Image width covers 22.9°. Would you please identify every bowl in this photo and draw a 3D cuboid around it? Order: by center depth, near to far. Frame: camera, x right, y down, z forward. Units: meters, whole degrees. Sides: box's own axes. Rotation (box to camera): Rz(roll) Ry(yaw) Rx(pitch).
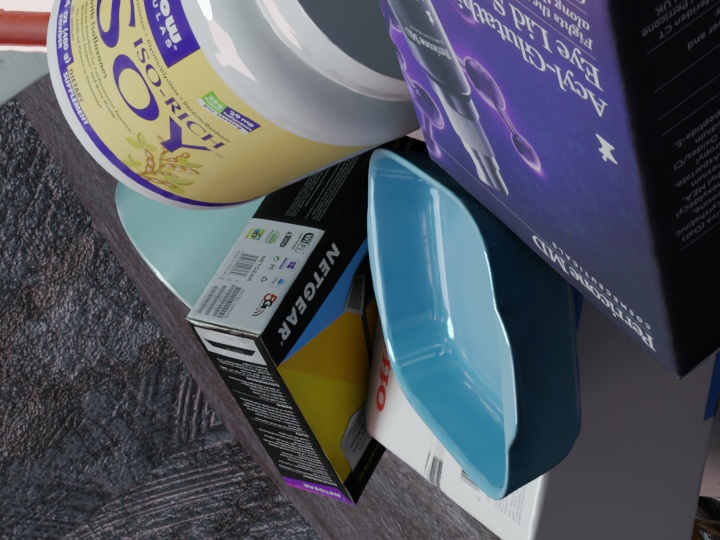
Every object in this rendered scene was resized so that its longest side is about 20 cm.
[{"bbox_3d":[-0.050,-0.036,1.180,0.201,0.105,0.201,35,-159,-16],"label":"bowl"}]

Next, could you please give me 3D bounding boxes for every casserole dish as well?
[{"bbox_3d":[0.046,0.014,0.732,0.200,0.039,0.121,-134,35,-70],"label":"casserole dish"}]

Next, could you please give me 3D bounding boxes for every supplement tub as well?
[{"bbox_3d":[-0.035,-0.113,0.770,0.146,0.145,0.200,56,148,-10],"label":"supplement tub"}]

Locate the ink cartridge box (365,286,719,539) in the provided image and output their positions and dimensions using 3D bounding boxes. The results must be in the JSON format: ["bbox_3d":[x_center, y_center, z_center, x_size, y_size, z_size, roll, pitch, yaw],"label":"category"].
[{"bbox_3d":[0.082,0.037,0.842,0.200,0.084,0.146,-148,65,-66],"label":"ink cartridge box"}]

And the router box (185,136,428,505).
[{"bbox_3d":[0.000,0.000,0.950,0.051,0.200,0.149,11,146,31],"label":"router box"}]

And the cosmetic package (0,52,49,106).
[{"bbox_3d":[-0.238,-0.239,1.205,0.165,0.200,0.165,38,161,57],"label":"cosmetic package"}]

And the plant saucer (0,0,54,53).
[{"bbox_3d":[-0.201,-0.214,0.905,0.200,0.037,0.200,6,103,27],"label":"plant saucer"}]

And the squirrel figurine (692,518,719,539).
[{"bbox_3d":[0.177,0.216,1.051,0.187,0.141,0.200,60,167,3],"label":"squirrel figurine"}]

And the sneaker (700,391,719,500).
[{"bbox_3d":[0.143,0.078,0.930,0.087,0.075,0.200,43,178,-21],"label":"sneaker"}]

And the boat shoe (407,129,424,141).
[{"bbox_3d":[0.046,-0.093,0.842,0.200,0.069,0.057,37,141,53],"label":"boat shoe"}]

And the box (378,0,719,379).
[{"bbox_3d":[0.083,-0.087,0.571,0.148,0.104,0.200,45,166,38],"label":"box"}]
